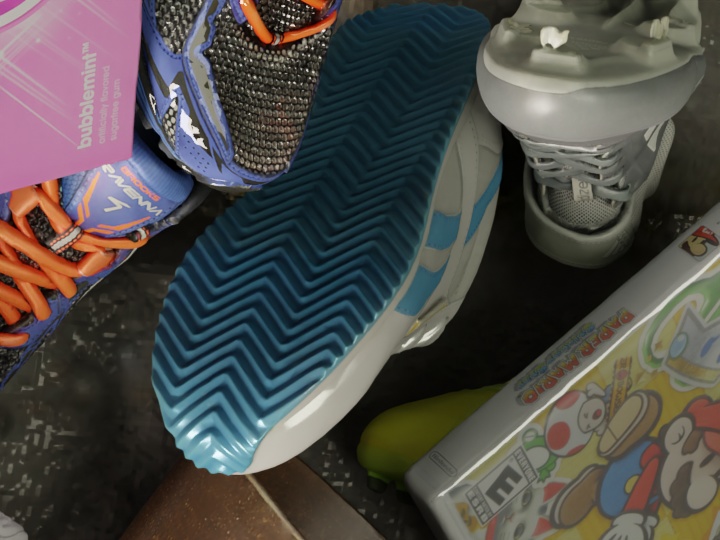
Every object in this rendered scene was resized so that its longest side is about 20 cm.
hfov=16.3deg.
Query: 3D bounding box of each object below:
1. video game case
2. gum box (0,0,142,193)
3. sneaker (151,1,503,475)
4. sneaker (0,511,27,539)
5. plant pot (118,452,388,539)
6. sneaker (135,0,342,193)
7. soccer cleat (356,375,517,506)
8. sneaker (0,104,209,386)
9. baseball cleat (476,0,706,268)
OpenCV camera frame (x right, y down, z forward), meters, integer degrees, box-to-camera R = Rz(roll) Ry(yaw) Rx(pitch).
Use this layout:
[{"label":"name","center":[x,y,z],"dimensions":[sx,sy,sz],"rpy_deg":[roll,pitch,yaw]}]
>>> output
[{"label":"video game case","center":[0.121,0.078,0.897],"dimensions":[0.182,0.023,0.200],"rpy_deg":[-40,134,-11]},{"label":"gum box","center":[-0.115,-0.111,0.623],"dimensions":[0.113,0.066,0.201],"rpy_deg":[-18,135,-29]},{"label":"sneaker","center":[0.000,0.000,0.804],"dimensions":[0.200,0.076,0.081],"rpy_deg":[-58,147,-42]},{"label":"sneaker","center":[-0.156,0.117,0.726],"dimensions":[0.200,0.075,0.114],"rpy_deg":[44,44,-59]},{"label":"plant pot","center":[-0.049,0.182,0.812],"dimensions":[0.200,0.187,0.187],"rpy_deg":[-45,123,2]},{"label":"sneaker","center":[-0.015,-0.117,0.685],"dimensions":[0.075,0.078,0.201],"rpy_deg":[-3,108,-50]},{"label":"soccer cleat","center":[0.081,0.055,0.920],"dimensions":[0.199,0.065,0.084],"rpy_deg":[7,95,-37]},{"label":"sneaker","center":[-0.092,-0.029,0.765],"dimensions":[0.075,0.078,0.200],"rpy_deg":[41,79,-33]},{"label":"baseball cleat","center":[0.080,-0.044,0.833],"dimensions":[0.200,0.069,0.107],"rpy_deg":[-38,138,-68]}]
